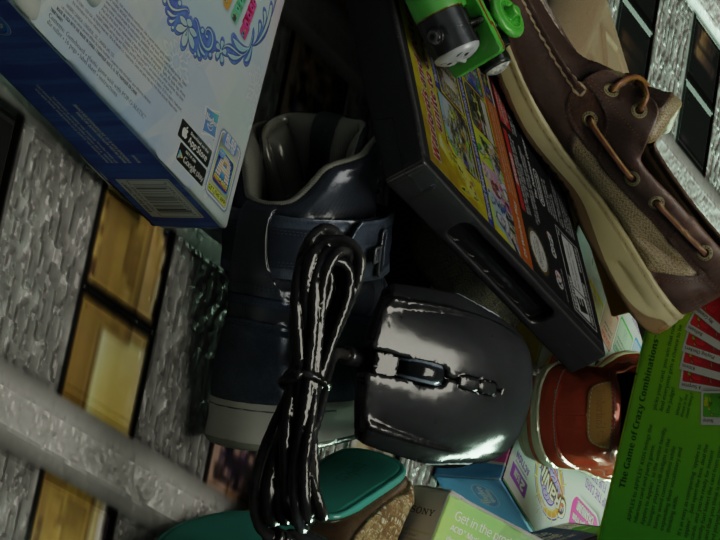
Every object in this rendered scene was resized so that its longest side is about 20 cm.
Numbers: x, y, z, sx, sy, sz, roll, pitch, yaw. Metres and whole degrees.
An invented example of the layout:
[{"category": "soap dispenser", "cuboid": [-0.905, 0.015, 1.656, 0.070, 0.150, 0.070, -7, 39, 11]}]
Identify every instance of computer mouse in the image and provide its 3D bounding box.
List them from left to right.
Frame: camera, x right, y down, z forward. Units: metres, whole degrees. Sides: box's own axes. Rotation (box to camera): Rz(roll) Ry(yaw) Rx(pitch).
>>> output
[{"category": "computer mouse", "cuboid": [0.024, 0.073, 1.110, 0.200, 0.046, 0.141, 29, 71, -58]}]

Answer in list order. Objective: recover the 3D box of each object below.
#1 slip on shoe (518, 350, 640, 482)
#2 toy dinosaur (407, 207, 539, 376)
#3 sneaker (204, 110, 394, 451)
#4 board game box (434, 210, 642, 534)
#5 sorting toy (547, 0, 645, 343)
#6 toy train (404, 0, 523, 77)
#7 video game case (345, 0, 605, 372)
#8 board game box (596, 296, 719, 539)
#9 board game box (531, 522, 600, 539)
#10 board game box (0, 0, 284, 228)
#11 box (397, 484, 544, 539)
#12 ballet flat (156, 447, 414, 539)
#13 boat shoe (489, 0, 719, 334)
[{"category": "slip on shoe", "cuboid": [0.149, 0.080, 1.416, 0.200, 0.061, 0.075, 7, 83, -64]}, {"category": "toy dinosaur", "cuboid": [0.056, -0.012, 1.304, 0.103, 0.076, 0.201, -80, 159, -50]}, {"category": "sneaker", "cuboid": [0.001, 0.000, 1.196, 0.202, 0.076, 0.147, -6, 99, -62]}, {"category": "board game box", "cuboid": [0.110, 0.072, 1.451, 0.153, 0.040, 0.201, 59, 41, -46]}, {"category": "sorting toy", "cuboid": [0.141, -0.056, 1.434, 0.185, 0.036, 0.201, -60, 128, -70]}, {"category": "toy train", "cuboid": [0.013, -0.178, 1.174, 0.056, 0.042, 0.201, -17, 80, -59]}, {"category": "video game case", "cuboid": [0.049, -0.075, 1.230, 0.181, 0.025, 0.201, 44, 27, -46]}, {"category": "board game box", "cuboid": [0.184, 0.107, 1.322, 0.048, 0.101, 0.202, 9, 95, -60]}, {"category": "board game box", "cuboid": [0.062, 0.212, 1.318, 0.199, 0.034, 0.137, -7, 97, -49]}, {"category": "board game box", "cuboid": [-0.091, -0.151, 1.045, 0.200, 0.043, 0.200, 49, 49, -52]}, {"category": "box", "cuboid": [0.050, 0.222, 1.240, 0.144, 0.036, 0.201, 30, 78, -32]}, {"category": "ballet flat", "cuboid": [-0.033, 0.134, 1.151, 0.200, 0.070, 0.066, -17, 120, -58]}, {"category": "boat shoe", "cuboid": [0.127, -0.070, 1.279, 0.201, 0.072, 0.072, 62, 18, -2]}]
